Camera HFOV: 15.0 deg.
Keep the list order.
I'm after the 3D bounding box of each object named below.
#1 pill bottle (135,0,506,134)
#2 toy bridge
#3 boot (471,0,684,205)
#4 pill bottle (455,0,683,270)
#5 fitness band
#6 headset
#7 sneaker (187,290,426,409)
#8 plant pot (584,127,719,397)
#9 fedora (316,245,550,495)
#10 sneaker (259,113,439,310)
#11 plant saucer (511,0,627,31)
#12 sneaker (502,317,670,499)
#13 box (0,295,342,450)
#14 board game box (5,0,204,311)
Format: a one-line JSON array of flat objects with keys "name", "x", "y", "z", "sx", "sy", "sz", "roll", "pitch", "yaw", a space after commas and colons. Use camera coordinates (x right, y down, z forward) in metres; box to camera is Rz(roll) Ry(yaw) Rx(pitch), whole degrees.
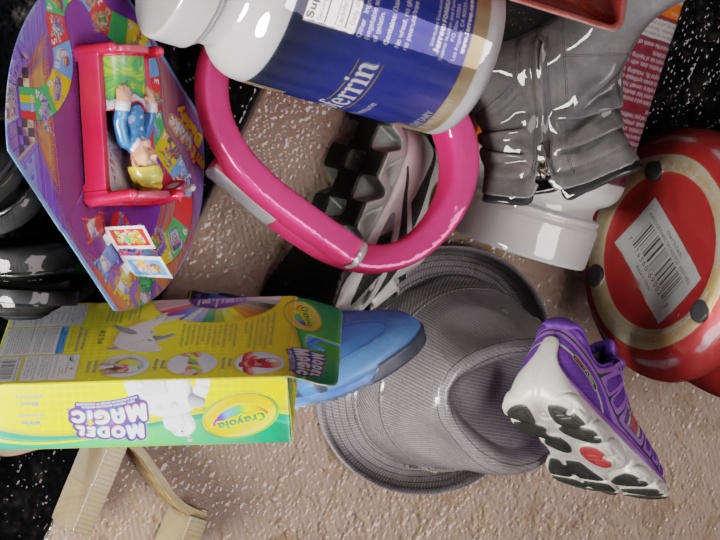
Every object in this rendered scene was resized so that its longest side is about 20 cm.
[{"name": "pill bottle", "x": -0.024, "y": -0.158, "z": 1.623, "sx": 0.199, "sy": 0.116, "sz": 0.116, "roll": 14, "pitch": 97, "yaw": -23}, {"name": "toy bridge", "x": -0.167, "y": 0.130, "z": 1.705, "sx": 0.200, "sy": 0.027, "sz": 0.067, "roll": 22, "pitch": 90, "yaw": -44}, {"name": "boot", "x": 0.156, "y": -0.121, "z": 1.727, "sx": 0.070, "sy": 0.200, "sz": 0.132, "roll": -15, "pitch": 87, "yaw": -64}, {"name": "pill bottle", "x": 0.133, "y": -0.109, "z": 1.819, "sx": 0.114, "sy": 0.114, "sz": 0.201, "roll": 12, "pitch": 97, "yaw": -43}, {"name": "fitness band", "x": -0.015, "y": -0.087, "z": 1.698, "sx": 0.200, "sy": 0.037, "sz": 0.144, "roll": 37, "pitch": 70, "yaw": -17}, {"name": "headset", "x": -0.216, "y": -0.027, "z": 1.591, "sx": 0.200, "sy": 0.094, "sz": 0.124, "roll": -37, "pitch": 121, "yaw": -44}, {"name": "sneaker", "x": -0.062, "y": 0.045, "z": 1.684, "sx": 0.199, "sy": 0.066, "sz": 0.079, "roll": -14, "pitch": 105, "yaw": 6}, {"name": "plant pot", "x": 0.274, "y": -0.005, "z": 1.925, "sx": 0.182, "sy": 0.200, "sz": 0.201, "roll": 11, "pitch": 98, "yaw": -39}, {"name": "fedora", "x": 0.075, "y": 0.078, "z": 1.853, "sx": 0.200, "sy": 0.090, "sz": 0.177, "roll": 22, "pitch": 90, "yaw": -43}, {"name": "sneaker", "x": 0.000, "y": 0.000, "z": 1.770, "sx": 0.088, "sy": 0.074, "sz": 0.200, "roll": 30, "pitch": 86, "yaw": -41}, {"name": "plant saucer", "x": 0.077, "y": -0.256, "z": 1.607, "sx": 0.199, "sy": 0.037, "sz": 0.201, "roll": 14, "pitch": 80, "yaw": -29}, {"name": "sneaker", "x": 0.163, "y": 0.095, "z": 1.836, "sx": 0.200, "sy": 0.080, "sz": 0.084, "roll": 52, "pitch": 51, "yaw": -55}, {"name": "box", "x": -0.110, "y": 0.058, "z": 1.601, "sx": 0.199, "sy": 0.117, "sz": 0.049, "roll": -3, "pitch": 114, "yaw": 3}, {"name": "board game box", "x": -0.131, "y": -0.080, "z": 1.605, "sx": 0.200, "sy": 0.039, "sz": 0.158, "roll": 60, "pitch": 39, "yaw": -37}]
